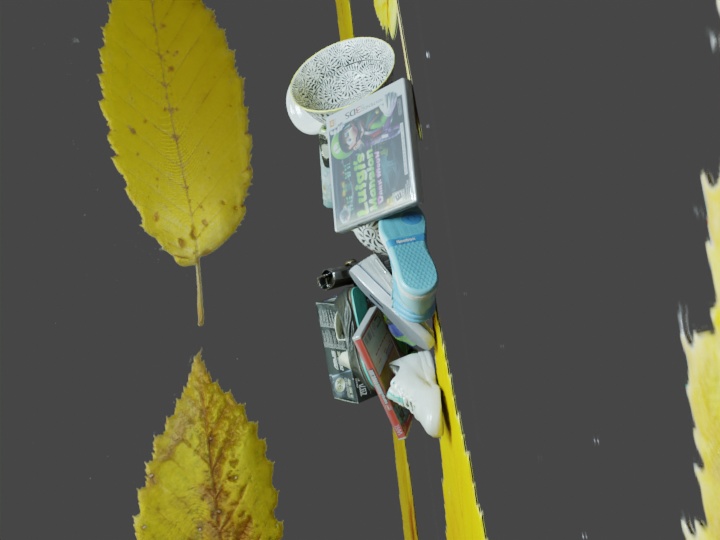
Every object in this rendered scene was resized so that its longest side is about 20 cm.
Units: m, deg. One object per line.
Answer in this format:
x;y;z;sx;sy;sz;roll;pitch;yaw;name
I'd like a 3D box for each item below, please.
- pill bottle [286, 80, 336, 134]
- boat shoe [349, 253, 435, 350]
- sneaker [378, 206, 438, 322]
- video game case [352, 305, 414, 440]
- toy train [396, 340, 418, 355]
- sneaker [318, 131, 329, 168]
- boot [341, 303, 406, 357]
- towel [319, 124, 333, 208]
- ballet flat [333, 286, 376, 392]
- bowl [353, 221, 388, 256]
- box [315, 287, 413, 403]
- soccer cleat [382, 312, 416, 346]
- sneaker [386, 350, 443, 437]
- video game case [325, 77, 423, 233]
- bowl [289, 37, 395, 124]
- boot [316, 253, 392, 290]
-0.043;-0.340;1.766;0.199;0.119;0.121;-23;-69;-52;pill bottle
0.065;0.046;1.483;0.200;0.065;0.074;46;168;22;boat shoe
0.072;-0.005;1.404;0.131;0.079;0.201;88;175;-50;sneaker
0.048;0.177;1.560;0.201;0.017;0.143;66;-161;-12;video game case
0.082;0.118;1.731;0.042;0.056;0.202;-112;16;-80;toy train
-0.006;-0.226;1.542;0.200;0.088;0.078;15;124;66;sneaker
0.054;0.137;1.672;0.076;0.200;0.074;-54;12;-20;boot
-0.010;-0.237;1.726;0.200;0.048;0.172;-40;-42;-39;towel
-0.007;0.128;1.592;0.068;0.068;0.202;16;-125;-48;ballet flat
0.023;-0.117;1.562;0.201;0.093;0.203;0;-90;-85;bowl
0.015;0.140;1.766;0.086;0.163;0.202;2;107;53;box
0.084;0.099;1.604;0.084;0.064;0.200;56;-176;0;soccer cleat
0.088;0.209;1.471;0.200;0.088;0.076;-100;4;-63;sneaker
0.018;-0.178;1.400;0.181;0.023;0.202;-18;72;44;video game case
-0.018;-0.318;1.595;0.202;0.199;0.094;-100;-14;-45;bowl
0.000;0.000;1.688;0.200;0.173;0.070;141;114;-76;boot
